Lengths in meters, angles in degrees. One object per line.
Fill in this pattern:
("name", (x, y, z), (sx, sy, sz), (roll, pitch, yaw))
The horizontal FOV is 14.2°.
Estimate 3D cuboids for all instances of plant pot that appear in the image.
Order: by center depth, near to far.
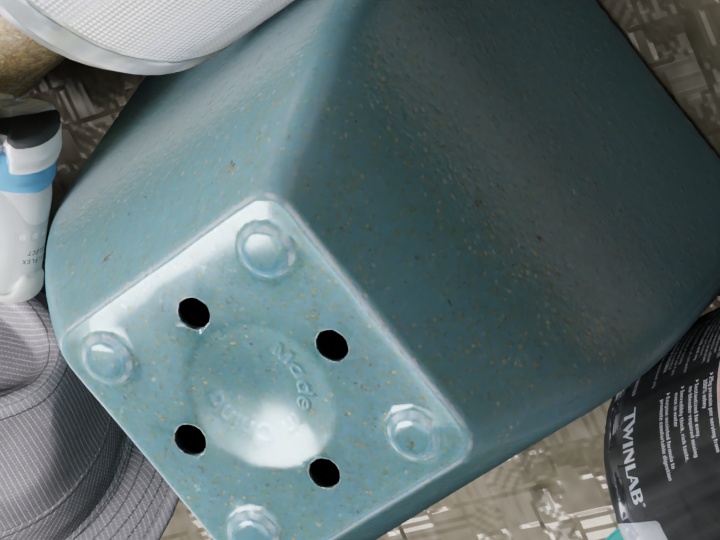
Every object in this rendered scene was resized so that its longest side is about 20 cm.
("plant pot", (0.000, 0.000, 1.064), (0.195, 0.200, 0.197), (-34, 100, 32))

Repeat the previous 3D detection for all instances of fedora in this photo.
("fedora", (-0.171, 0.047, 1.165), (0.199, 0.177, 0.090), (16, 150, 16))

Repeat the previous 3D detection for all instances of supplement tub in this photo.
("supplement tub", (0.188, 0.050, 1.026), (0.123, 0.123, 0.200), (50, 143, -7))

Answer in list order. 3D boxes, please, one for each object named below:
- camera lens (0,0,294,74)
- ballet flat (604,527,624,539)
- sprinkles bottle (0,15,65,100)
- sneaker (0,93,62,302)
("camera lens", (-0.050, -0.172, 1.002), (0.200, 0.160, 0.160), (-30, 102, 43))
("ballet flat", (0.100, 0.164, 1.200), (0.063, 0.068, 0.200), (25, 129, -24))
("sprinkles bottle", (-0.188, -0.071, 1.184), (0.200, 0.068, 0.068), (-36, 99, 33))
("sneaker", (-0.201, -0.028, 1.119), (0.199, 0.075, 0.087), (12, 113, 33))
